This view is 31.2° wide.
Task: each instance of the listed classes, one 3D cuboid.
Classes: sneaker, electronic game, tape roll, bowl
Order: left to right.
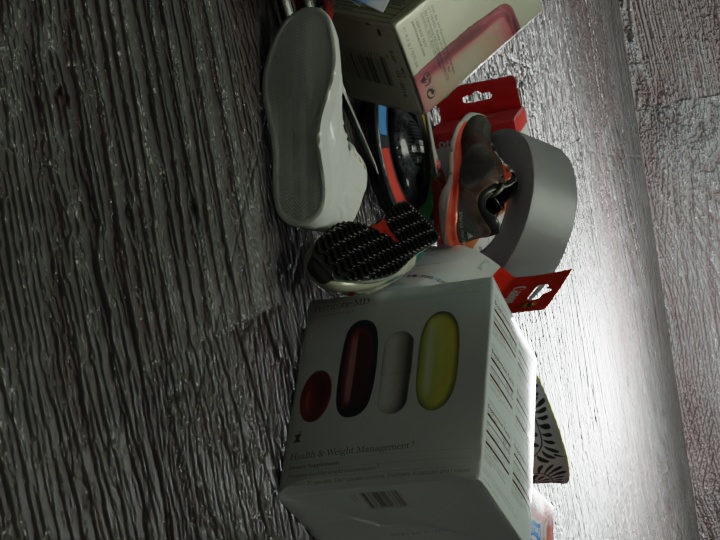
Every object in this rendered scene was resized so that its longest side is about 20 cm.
[{"bbox_3d":[-0.039,-0.134,1.211,0.115,0.072,0.204,20,71,-70],"label":"sneaker"},{"bbox_3d":[0.000,0.000,1.232,0.070,0.094,0.199,45,32,11],"label":"sneaker"},{"bbox_3d":[0.049,-0.142,1.462,0.200,0.041,0.204,-7,90,-69],"label":"electronic game"},{"bbox_3d":[0.141,-0.101,1.460,0.078,0.081,0.202,73,23,-45],"label":"sneaker"},{"bbox_3d":[0.167,0.177,1.548,0.201,0.093,0.204,159,-90,-84],"label":"bowl"},{"bbox_3d":[0.169,-0.060,1.513,0.065,0.200,0.203,18,59,-24],"label":"tape roll"}]

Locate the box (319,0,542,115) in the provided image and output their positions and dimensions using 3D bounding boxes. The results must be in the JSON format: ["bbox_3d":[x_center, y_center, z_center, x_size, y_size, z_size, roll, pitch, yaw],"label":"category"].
[{"bbox_3d":[0.073,-0.269,1.338,0.200,0.127,0.110,-42,129,-24],"label":"box"}]

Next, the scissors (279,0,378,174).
[{"bbox_3d":[-0.030,-0.187,1.236,0.014,0.073,0.203,-32,114,-34],"label":"scissors"}]

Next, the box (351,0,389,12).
[{"bbox_3d":[-0.034,-0.314,1.119,0.198,0.048,0.123,14,113,-42],"label":"box"}]

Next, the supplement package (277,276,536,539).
[{"bbox_3d":[0.049,0.138,1.169,0.148,0.188,0.202,56,33,-47],"label":"supplement package"}]

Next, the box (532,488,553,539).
[{"bbox_3d":[0.161,0.305,1.526,0.200,0.094,0.101,47,42,-56],"label":"box"}]

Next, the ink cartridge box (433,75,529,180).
[{"bbox_3d":[0.159,-0.134,1.639,0.067,0.114,0.203,-50,128,-63],"label":"ink cartridge box"}]

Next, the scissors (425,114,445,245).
[{"bbox_3d":[0.086,-0.105,1.459,0.201,0.014,0.074,72,26,-50],"label":"scissors"}]

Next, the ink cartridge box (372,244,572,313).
[{"bbox_3d":[0.110,0.009,1.354,0.160,0.197,0.048,-37,119,-65],"label":"ink cartridge box"}]
